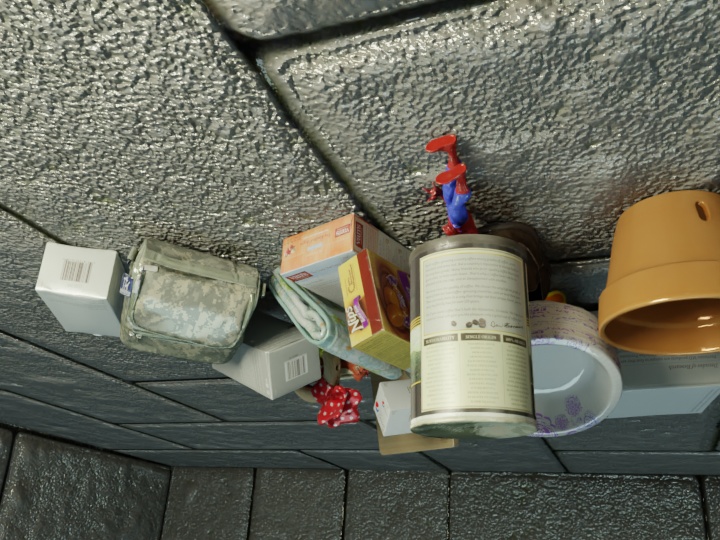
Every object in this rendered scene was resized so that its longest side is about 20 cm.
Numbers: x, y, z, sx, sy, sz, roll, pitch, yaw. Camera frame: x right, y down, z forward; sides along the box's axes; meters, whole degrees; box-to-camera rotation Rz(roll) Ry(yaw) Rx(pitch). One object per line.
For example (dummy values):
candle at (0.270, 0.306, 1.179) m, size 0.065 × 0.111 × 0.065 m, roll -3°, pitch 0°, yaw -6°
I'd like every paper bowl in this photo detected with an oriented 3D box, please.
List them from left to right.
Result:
paper bowl at (0.245, 0.123, 0.920) m, size 0.194 × 0.106 × 0.205 m, roll 5°, pitch 131°, yaw 6°

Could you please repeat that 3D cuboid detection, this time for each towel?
towel at (-0.038, 0.074, 1.022) m, size 0.169 × 0.049 × 0.200 m, roll 28°, pitch -168°, yaw -40°

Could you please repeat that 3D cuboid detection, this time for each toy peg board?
toy peg board at (0.125, 0.247, 1.352) m, size 0.096 × 0.206 × 0.197 m, roll 4°, pitch 163°, yaw -43°

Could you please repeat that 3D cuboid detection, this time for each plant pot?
plant pot at (0.376, 0.003, 0.801) m, size 0.193 × 0.144 × 0.201 m, roll 4°, pitch 156°, yaw 2°

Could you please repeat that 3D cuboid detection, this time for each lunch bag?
lunch bag at (-0.252, 0.037, 1.008) m, size 0.195 × 0.143 × 0.168 m, roll 14°, pitch 144°, yaw -19°

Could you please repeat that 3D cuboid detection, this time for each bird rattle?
bird rattle at (-0.069, 0.172, 1.200) m, size 0.160 × 0.207 × 0.111 m, roll 0°, pitch -168°, yaw 43°

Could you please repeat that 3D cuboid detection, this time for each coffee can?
coffee can at (0.126, 0.081, 0.790) m, size 0.141 × 0.206 × 0.147 m, roll 1°, pitch 160°, yaw 0°

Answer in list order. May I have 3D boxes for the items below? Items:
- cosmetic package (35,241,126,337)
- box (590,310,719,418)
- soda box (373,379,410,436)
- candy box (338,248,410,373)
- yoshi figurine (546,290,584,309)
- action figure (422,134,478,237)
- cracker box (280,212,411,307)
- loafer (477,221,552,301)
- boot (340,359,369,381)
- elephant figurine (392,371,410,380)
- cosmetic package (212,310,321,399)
cosmetic package at (-0.436, 0.038, 1.104) m, size 0.109 × 0.084 × 0.201 m, roll 8°, pitch 157°, yaw -8°
box at (0.471, 0.155, 1.128) m, size 0.193 × 0.135 × 0.200 m, roll -5°, pitch 156°, yaw 12°
soda box at (0.126, 0.231, 1.189) m, size 0.194 × 0.064 × 0.070 m, roll -3°, pitch 128°, yaw -19°
candy box at (0.059, 0.065, 0.895) m, size 0.056 × 0.119 × 0.198 m, roll -29°, pitch 143°, yaw 26°
yoshi figurine at (0.301, 0.114, 1.123) m, size 0.109 × 0.115 × 0.201 m, roll 12°, pitch 161°, yaw 13°
action figure at (0.107, -0.071, 0.782) m, size 0.050 × 0.067 × 0.201 m, roll -23°, pitch 150°, yaw 6°
cracker box at (0.000, 0.000, 0.967) m, size 0.131 × 0.059 × 0.198 m, roll -16°, pitch 150°, yaw 35°
loafer at (0.211, -0.002, 0.907) m, size 0.071 × 0.073 × 0.199 m, roll -12°, pitch 152°, yaw 33°
boot at (0.021, 0.141, 1.223) m, size 0.196 × 0.110 × 0.074 m, roll -15°, pitch 152°, yaw 33°
elephant figurine at (0.175, 0.167, 1.130) m, size 0.198 × 0.143 × 0.155 m, roll 36°, pitch 164°, yaw -9°
cosmetic package at (-0.164, 0.135, 1.140) m, size 0.105 × 0.093 × 0.197 m, roll -19°, pitch -157°, yaw -39°
